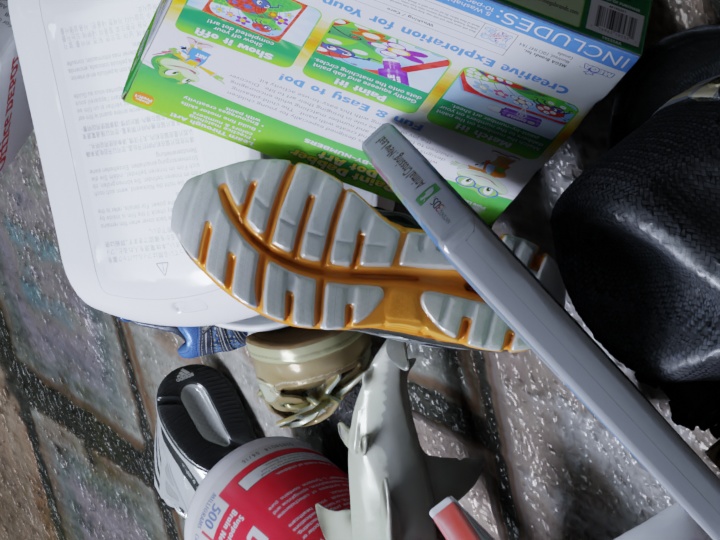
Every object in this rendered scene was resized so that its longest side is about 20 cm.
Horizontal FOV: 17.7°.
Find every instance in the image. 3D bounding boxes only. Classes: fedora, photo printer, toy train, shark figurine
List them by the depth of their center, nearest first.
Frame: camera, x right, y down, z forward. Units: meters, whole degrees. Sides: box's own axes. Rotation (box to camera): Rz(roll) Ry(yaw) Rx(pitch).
[{"bbox_3d":[0.148,-0.006,0.982,0.201,0.092,0.201,43,146,38],"label":"fedora"},{"bbox_3d":[0.189,0.096,1.050,0.200,0.034,0.046,51,179,27],"label":"toy train"},{"bbox_3d":[-0.097,-0.069,1.240,0.166,0.069,0.200,-6,99,35],"label":"photo printer"},{"bbox_3d":[0.035,0.100,1.293,0.128,0.089,0.215,-145,52,-60],"label":"shark figurine"}]

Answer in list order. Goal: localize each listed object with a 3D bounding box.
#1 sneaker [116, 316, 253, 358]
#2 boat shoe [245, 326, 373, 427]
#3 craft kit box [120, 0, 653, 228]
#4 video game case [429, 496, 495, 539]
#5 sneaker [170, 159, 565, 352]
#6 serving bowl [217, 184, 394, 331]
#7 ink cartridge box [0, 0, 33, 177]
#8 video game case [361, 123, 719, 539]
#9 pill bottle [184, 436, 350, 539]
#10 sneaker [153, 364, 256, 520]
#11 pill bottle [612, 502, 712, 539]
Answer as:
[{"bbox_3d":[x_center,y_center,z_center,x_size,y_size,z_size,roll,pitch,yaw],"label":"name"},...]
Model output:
[{"bbox_3d":[-0.134,-0.010,1.506,0.200,0.085,0.077,40,144,42],"label":"sneaker"},{"bbox_3d":[-0.025,0.059,1.339,0.200,0.073,0.063,130,126,-87],"label":"boat shoe"},{"bbox_3d":[0.007,-0.103,1.080,0.198,0.200,0.049,128,159,-58],"label":"craft kit box"},{"bbox_3d":[0.115,0.217,1.200,0.143,0.017,0.200,48,-175,-45],"label":"video game case"},{"bbox_3d":[0.000,0.000,1.167,0.077,0.200,0.078,163,125,-81],"label":"sneaker"},{"bbox_3d":[-0.056,-0.069,1.296,0.200,0.066,0.200,10,108,32],"label":"serving bowl"},{"bbox_3d":[-0.210,-0.162,1.379,0.084,0.200,0.145,25,145,4],"label":"ink cartridge box"},{"bbox_3d":[0.086,0.027,1.044,0.200,0.022,0.182,46,-177,-19],"label":"video game case"},{"bbox_3d":[-0.014,0.191,1.425,0.200,0.112,0.112,33,139,47],"label":"pill bottle"},{"bbox_3d":[-0.088,0.171,1.609,0.115,0.076,0.201,114,134,-67],"label":"sneaker"},{"bbox_3d":[0.180,0.208,1.085,0.200,0.112,0.112,61,153,11],"label":"pill bottle"}]
